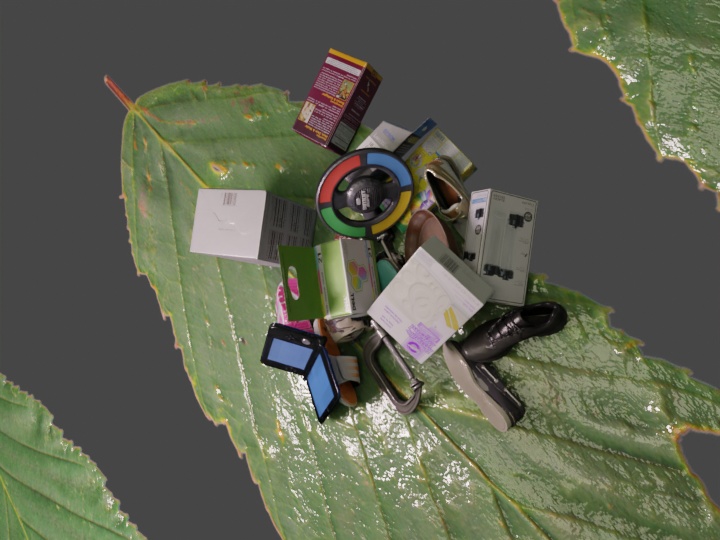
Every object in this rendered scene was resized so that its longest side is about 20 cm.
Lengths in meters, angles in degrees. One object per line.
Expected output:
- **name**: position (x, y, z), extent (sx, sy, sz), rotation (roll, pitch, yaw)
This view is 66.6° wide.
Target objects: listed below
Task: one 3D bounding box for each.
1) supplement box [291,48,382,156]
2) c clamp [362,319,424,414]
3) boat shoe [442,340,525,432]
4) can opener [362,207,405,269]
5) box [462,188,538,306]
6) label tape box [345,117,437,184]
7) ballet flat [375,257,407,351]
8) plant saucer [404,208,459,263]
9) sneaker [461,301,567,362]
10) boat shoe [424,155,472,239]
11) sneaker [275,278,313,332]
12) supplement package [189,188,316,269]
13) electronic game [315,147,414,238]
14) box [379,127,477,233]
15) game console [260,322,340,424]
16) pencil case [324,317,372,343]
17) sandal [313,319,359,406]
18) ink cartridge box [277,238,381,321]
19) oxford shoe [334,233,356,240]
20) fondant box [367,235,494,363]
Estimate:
- **supplement box**: position (-0.052, -0.375, 1.234), extent (0.110, 0.086, 0.201), rotation (32, 99, 27)
- **c clamp**: position (0.065, 0.188, 1.105), extent (0.200, 0.027, 0.171), rotation (59, 137, 17)
- **boat shoe**: position (0.233, 0.209, 1.045), extent (0.063, 0.073, 0.200), rotation (-24, 60, -22)
- **can opener**: position (0.035, -0.069, 1.172), extent (0.067, 0.053, 0.201), rotation (-34, 69, 20)
- **box**: position (0.253, -0.039, 1.012), extent (0.060, 0.116, 0.201), rotation (-177, 95, -66)
- **label tape box**: position (0.057, -0.256, 1.125), extent (0.200, 0.144, 0.063), rotation (-43, 88, 16)
- **ballet flat**: position (0.086, 0.069, 1.117), extent (0.072, 0.072, 0.201), rotation (-23, 85, 24)
- **plant saucer**: position (0.141, -0.021, 1.063), extent (0.200, 0.034, 0.201), rotation (172, 90, -70)
- **sneaker**: position (0.272, 0.103, 0.994), extent (0.199, 0.091, 0.076), rotation (-29, 65, 13)
- **boat shoe**: position (0.183, -0.121, 1.055), extent (0.075, 0.068, 0.200), rotation (-30, 96, 43)
- **sneaker**: position (-0.150, 0.108, 1.242), extent (0.081, 0.088, 0.201), rotation (-2, 102, -12)
- **supplement package**: position (-0.235, -0.091, 1.235), extent (0.190, 0.200, 0.148), rotation (7, 87, 28)
- **electronic game**: position (0.010, -0.147, 1.073), extent (0.200, 0.200, 0.042), rotation (-42, 39, 17)
- **box**: position (0.130, -0.180, 1.138), extent (0.200, 0.048, 0.117), rotation (-44, 68, 15)
- **game console**: position (-0.130, 0.217, 1.134), extent (0.170, 0.200, 0.119), rotation (17, 55, -6)
- **pencil case**: position (-0.050, 0.058, 1.183), extent (0.078, 0.089, 0.201), rotation (-52, 55, 49)
- **sandal**: position (-0.044, 0.186, 1.170), extent (0.059, 0.079, 0.207), rotation (-30, 69, 22)
- **ink cartridge box**: position (-0.053, 0.017, 1.038), extent (0.076, 0.200, 0.149), rotation (-14, 82, 37)
- **oxford shoe**: position (0.000, 0.000, 1.172), extent (0.070, 0.075, 0.201), rotation (-27, 74, 34)
- **fondant box**: position (0.120, 0.057, 0.983), extent (0.144, 0.058, 0.200), rotation (43, 133, 7)
